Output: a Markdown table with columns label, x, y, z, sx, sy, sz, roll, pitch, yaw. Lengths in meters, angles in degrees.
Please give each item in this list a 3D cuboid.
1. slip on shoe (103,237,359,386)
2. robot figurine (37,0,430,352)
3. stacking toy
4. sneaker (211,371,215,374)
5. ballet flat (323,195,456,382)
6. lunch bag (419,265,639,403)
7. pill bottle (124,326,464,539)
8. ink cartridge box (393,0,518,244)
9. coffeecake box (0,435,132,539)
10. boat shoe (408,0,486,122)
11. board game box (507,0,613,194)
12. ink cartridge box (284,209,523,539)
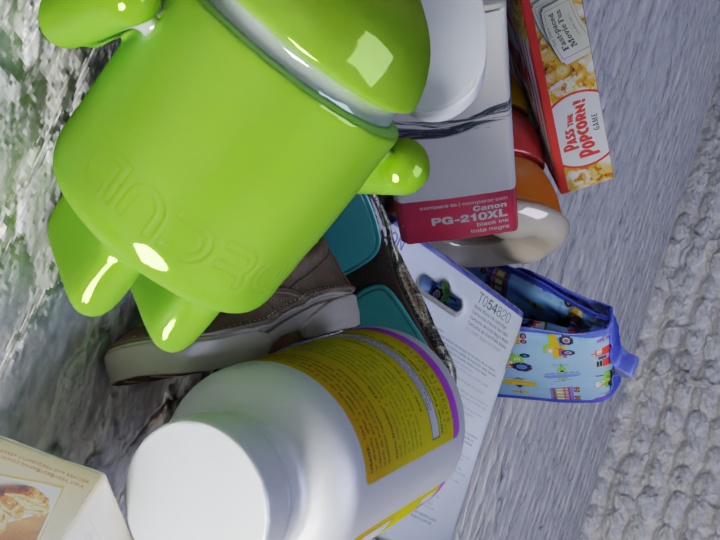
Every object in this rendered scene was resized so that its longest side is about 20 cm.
| label | x | y | z | sx | sy | sz | roll | pitch | yaw |
| --- | --- | --- | --- | --- | --- | --- | --- | --- | --- |
| slip on shoe | -0.067 | 0.018 | 0.712 | 0.199 | 0.075 | 0.061 | -14 | 92 | -56 |
| robot figurine | -0.050 | -0.065 | 0.560 | 0.175 | 0.116 | 0.201 | 28 | 109 | -34 |
| stacking toy | 0.087 | -0.110 | 1.033 | 0.146 | 0.144 | 0.202 | 43 | 45 | -69 |
| sneaker | -0.029 | 0.096 | 0.806 | 0.198 | 0.076 | 0.116 | -8 | 108 | -38 |
| ballet flat | 0.000 | 0.000 | 0.837 | 0.201 | 0.067 | 0.075 | 62 | 9 | -12 |
| lunch bag | 0.135 | 0.058 | 1.124 | 0.151 | 0.198 | 0.095 | 69 | 40 | -60 |
| pill bottle | -0.028 | 0.090 | 0.647 | 0.200 | 0.103 | 0.105 | -11 | 114 | -65 |
| ink cartridge box | 0.051 | -0.138 | 0.849 | 0.201 | 0.083 | 0.146 | 78 | 7 | -53 |
| coffeecake box | -0.167 | 0.196 | 0.553 | 0.154 | 0.072 | 0.201 | 82 | 28 | -48 |
| boat shoe | 0.006 | -0.153 | 0.672 | 0.071 | 0.201 | 0.068 | -30 | 160 | -1 |
| board game box | 0.137 | -0.183 | 1.012 | 0.152 | 0.046 | 0.201 | -104 | 176 | -55 |
| ink cartridge box | 0.020 | 0.082 | 0.936 | 0.199 | 0.040 | 0.202 | 34 | 71 | -41 |
